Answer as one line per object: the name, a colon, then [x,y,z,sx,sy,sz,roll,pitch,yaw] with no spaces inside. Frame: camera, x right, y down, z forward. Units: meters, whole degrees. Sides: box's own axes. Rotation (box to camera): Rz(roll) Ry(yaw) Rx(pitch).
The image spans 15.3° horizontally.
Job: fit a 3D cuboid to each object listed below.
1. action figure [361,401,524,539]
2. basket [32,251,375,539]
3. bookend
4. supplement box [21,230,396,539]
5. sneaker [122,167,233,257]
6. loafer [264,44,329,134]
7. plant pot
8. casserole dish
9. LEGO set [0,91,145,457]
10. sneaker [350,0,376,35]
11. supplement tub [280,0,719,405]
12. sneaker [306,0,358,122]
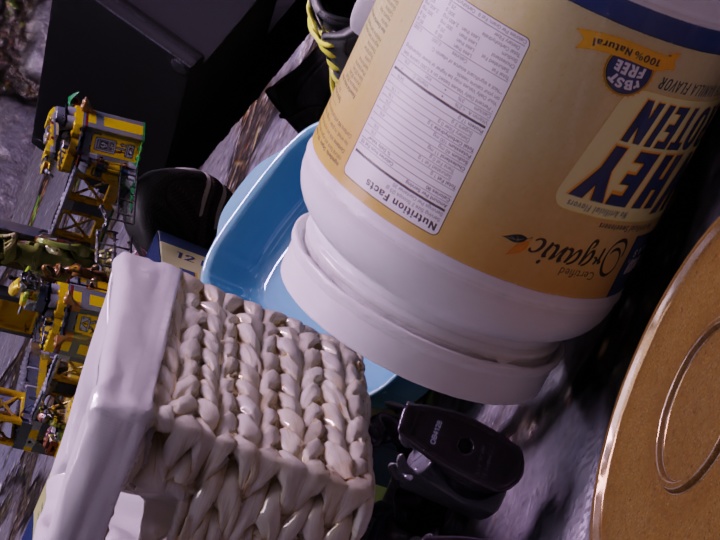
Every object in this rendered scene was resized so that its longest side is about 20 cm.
action figure: [0.019,0.115,1.149,0.200,0.069,0.131,135,145,-68]
basket: [-0.068,0.094,1.132,0.200,0.123,0.136,-97,25,-72]
bookend: [-0.090,-0.160,1.543,0.199,0.092,0.200,-53,-6,-25]
supplement box: [-0.080,0.119,1.387,0.200,0.134,0.200,-108,41,-69]
sneaker: [-0.112,-0.003,1.542,0.115,0.200,0.076,3,71,28]
loafer: [0.007,-0.154,1.561,0.200,0.072,0.073,-60,-9,26]
plant pot: [0.126,0.049,0.913,0.200,0.027,0.201,-158,90,-76]
casserole dish: [0.000,0.000,1.306,0.121,0.039,0.200,-53,40,-3]
LEGO set: [-0.188,0.001,1.400,0.154,0.115,0.201,121,157,-49]
sneaker: [0.055,-0.096,1.198,0.071,0.099,0.200,-49,-12,-6]
supplement tub: [0.062,-0.061,1.080,0.145,0.144,0.201,-101,34,-66]
sneaker: [0.003,-0.131,1.445,0.200,0.084,0.075,118,142,-46]
